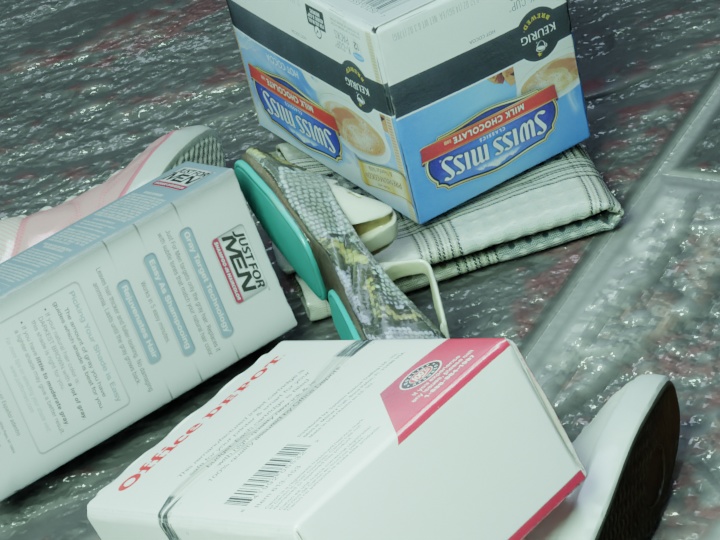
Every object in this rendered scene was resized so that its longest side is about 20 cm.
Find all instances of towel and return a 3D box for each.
[{"bbox_3d":[0.036,-0.053,1.454,0.199,0.035,0.193,-18,34,-4],"label":"towel"}]

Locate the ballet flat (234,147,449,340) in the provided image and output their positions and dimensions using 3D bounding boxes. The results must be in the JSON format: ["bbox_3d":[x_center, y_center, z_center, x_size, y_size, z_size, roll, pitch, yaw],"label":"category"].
[{"bbox_3d":[0.000,0.000,1.329,0.072,0.072,0.201,-23,56,-14],"label":"ballet flat"}]

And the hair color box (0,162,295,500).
[{"bbox_3d":[-0.145,0.030,1.320,0.200,0.099,0.061,-30,20,-23],"label":"hair color box"}]

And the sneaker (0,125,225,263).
[{"bbox_3d":[-0.165,-0.025,1.451,0.104,0.076,0.200,11,45,25],"label":"sneaker"}]

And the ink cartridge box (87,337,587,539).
[{"bbox_3d":[-0.016,0.105,1.132,0.145,0.085,0.200,-40,19,-28],"label":"ink cartridge box"}]

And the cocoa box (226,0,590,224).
[{"bbox_3d":[0.023,-0.138,1.447,0.133,0.132,0.200,-27,33,-21],"label":"cocoa box"}]

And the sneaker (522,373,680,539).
[{"bbox_3d":[0.088,0.115,1.150,0.084,0.073,0.200,10,42,29],"label":"sneaker"}]
